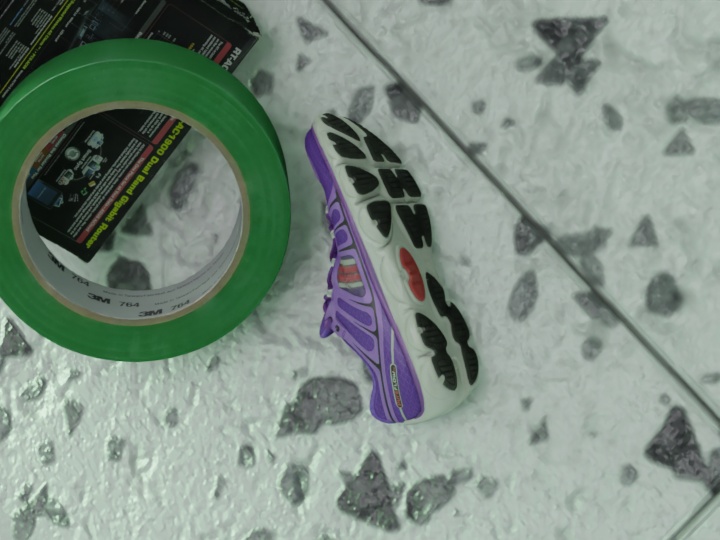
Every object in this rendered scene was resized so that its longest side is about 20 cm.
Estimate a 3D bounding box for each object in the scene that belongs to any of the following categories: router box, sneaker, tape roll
[{"bbox_3d":[-0.183,-0.124,1.253,0.200,0.149,0.062,-50,30,15],"label":"router box"},{"bbox_3d":[0.000,0.000,1.198,0.083,0.080,0.202,-25,77,29],"label":"sneaker"},{"bbox_3d":[-0.143,-0.043,1.222,0.198,0.048,0.203,-1,112,-3],"label":"tape roll"}]
